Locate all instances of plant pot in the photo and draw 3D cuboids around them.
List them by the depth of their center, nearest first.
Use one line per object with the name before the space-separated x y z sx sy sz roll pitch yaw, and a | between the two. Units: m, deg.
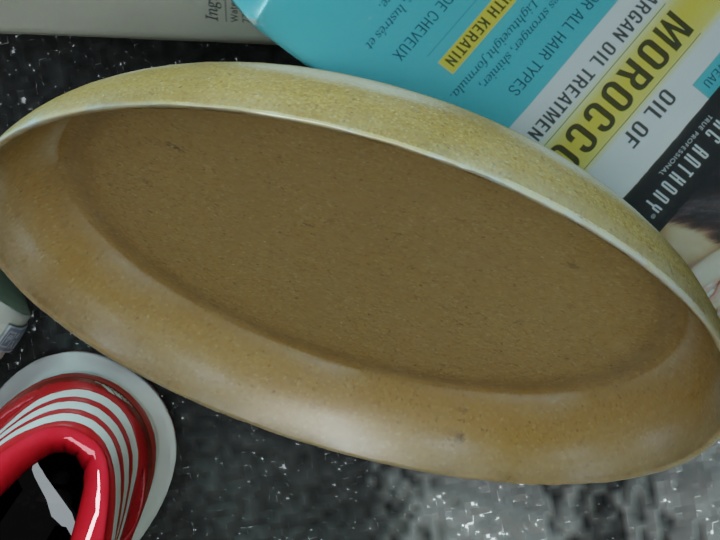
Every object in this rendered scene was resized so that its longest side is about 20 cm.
plant pot | 0.000 0.000 0.739 0.200 0.200 0.027 15 67 3

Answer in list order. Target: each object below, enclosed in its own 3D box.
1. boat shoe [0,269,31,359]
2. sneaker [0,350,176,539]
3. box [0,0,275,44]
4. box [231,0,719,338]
boat shoe | -0.185 -0.028 0.800 0.201 0.070 0.072 41 94 -2
sneaker | -0.123 0.116 0.785 0.078 0.116 0.200 25 97 2
box | -0.077 -0.110 0.769 0.200 0.068 0.082 4 132 4
box | 0.058 -0.051 0.735 0.200 0.049 0.082 34 100 -34
